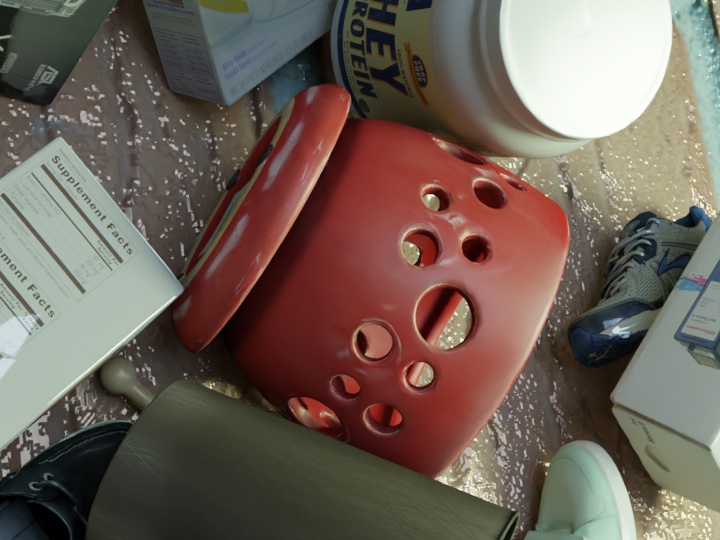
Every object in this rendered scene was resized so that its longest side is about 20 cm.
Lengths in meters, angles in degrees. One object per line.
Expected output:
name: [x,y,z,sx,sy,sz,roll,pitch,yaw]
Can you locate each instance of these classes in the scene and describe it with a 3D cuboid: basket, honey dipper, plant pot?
basket: [-0.035,0.152,0.752,0.198,0.138,0.180,26,27,13]
honey dipper: [-0.080,0.123,0.846,0.200,0.038,0.038,44,58,-6]
plant pot: [0.000,0.000,0.835,0.181,0.200,0.202,33,60,-10]

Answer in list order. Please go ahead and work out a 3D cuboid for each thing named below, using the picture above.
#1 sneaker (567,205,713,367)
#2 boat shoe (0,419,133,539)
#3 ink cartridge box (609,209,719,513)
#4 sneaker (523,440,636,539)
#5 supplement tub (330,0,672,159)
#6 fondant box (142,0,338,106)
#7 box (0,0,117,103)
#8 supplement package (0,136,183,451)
sneaker: [0.208,0.007,1.035,0.199,0.077,0.086,-23,79,-42]
boat shoe: [-0.179,0.147,0.758,0.199,0.066,0.075,-35,92,-34]
ink cartridge box: [0.271,0.056,0.975,0.201,0.087,0.146,-54,141,-13]
sneaker: [0.111,0.199,0.902,0.117,0.073,0.204,19,68,-30]
supplement tub: [0.082,-0.143,0.866,0.143,0.199,0.148,-3,96,-27]
fondant box: [-0.080,-0.228,0.882,0.144,0.058,0.202,-43,134,-33]
box: [-0.214,-0.171,0.763,0.156,0.200,0.051,11,64,-27]
supplement package: [-0.212,0.041,0.745,0.110,0.114,0.200,50,57,-4]
